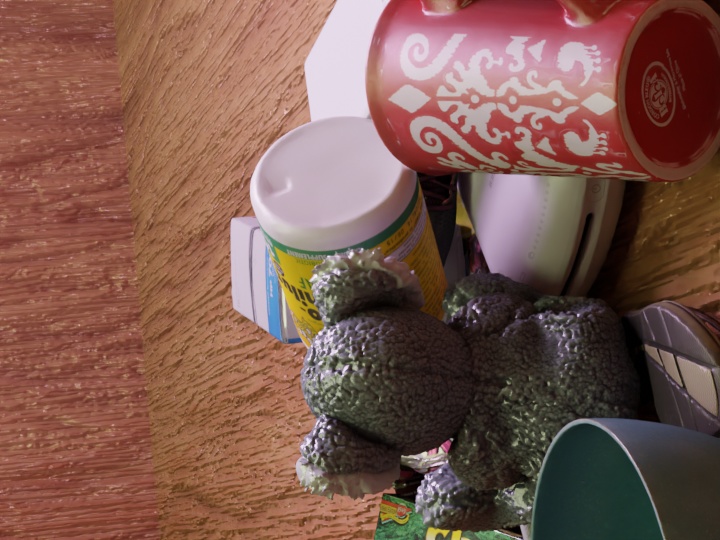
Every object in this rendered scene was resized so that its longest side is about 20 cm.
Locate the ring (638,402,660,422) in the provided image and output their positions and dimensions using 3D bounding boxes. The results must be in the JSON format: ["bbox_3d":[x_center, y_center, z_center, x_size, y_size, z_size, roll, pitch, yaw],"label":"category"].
[{"bbox_3d":[0.190,0.177,1.229,0.200,0.019,0.201,176,90,-74],"label":"ring"}]

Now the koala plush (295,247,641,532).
[{"bbox_3d":[0.052,0.071,1.163,0.184,0.200,0.178,-8,71,62],"label":"koala plush"}]

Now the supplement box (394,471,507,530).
[{"bbox_3d":[0.072,0.187,1.475,0.109,0.061,0.200,37,-140,-62],"label":"supplement box"}]

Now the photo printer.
[{"bbox_3d":[0.124,-0.077,1.307,0.167,0.069,0.200,103,157,-45],"label":"photo printer"}]

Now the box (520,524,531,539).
[{"bbox_3d":[0.135,0.121,1.285,0.082,0.049,0.200,106,160,-44],"label":"box"}]

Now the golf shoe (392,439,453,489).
[{"bbox_3d":[0.058,0.117,1.400,0.073,0.200,0.092,34,-125,-62],"label":"golf shoe"}]

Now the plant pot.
[{"bbox_3d":[0.191,0.176,1.013,0.200,0.135,0.200,177,90,-73],"label":"plant pot"}]

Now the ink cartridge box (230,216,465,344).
[{"bbox_3d":[-0.015,0.000,1.476,0.200,0.146,0.086,-154,60,-73],"label":"ink cartridge box"}]

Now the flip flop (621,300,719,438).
[{"bbox_3d":[0.201,0.055,1.113,0.200,0.057,0.081,180,82,-89],"label":"flip flop"}]

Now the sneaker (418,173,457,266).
[{"bbox_3d":[0.045,-0.089,1.320,0.116,0.076,0.200,-172,78,-73],"label":"sneaker"}]

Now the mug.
[{"bbox_3d":[0.103,-0.123,1.114,0.200,0.177,0.134,12,76,48],"label":"mug"}]

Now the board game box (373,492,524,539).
[{"bbox_3d":[0.077,0.234,1.353,0.200,0.023,0.105,10,87,50],"label":"board game box"}]

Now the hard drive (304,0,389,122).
[{"bbox_3d":[0.011,-0.166,1.313,0.200,0.025,0.132,122,148,-47],"label":"hard drive"}]

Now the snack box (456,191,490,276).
[{"bbox_3d":[0.094,-0.004,1.455,0.142,0.053,0.200,103,158,-48],"label":"snack box"}]

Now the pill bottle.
[{"bbox_3d":[0.000,0.000,1.277,0.200,0.113,0.113,73,179,-47],"label":"pill bottle"}]
